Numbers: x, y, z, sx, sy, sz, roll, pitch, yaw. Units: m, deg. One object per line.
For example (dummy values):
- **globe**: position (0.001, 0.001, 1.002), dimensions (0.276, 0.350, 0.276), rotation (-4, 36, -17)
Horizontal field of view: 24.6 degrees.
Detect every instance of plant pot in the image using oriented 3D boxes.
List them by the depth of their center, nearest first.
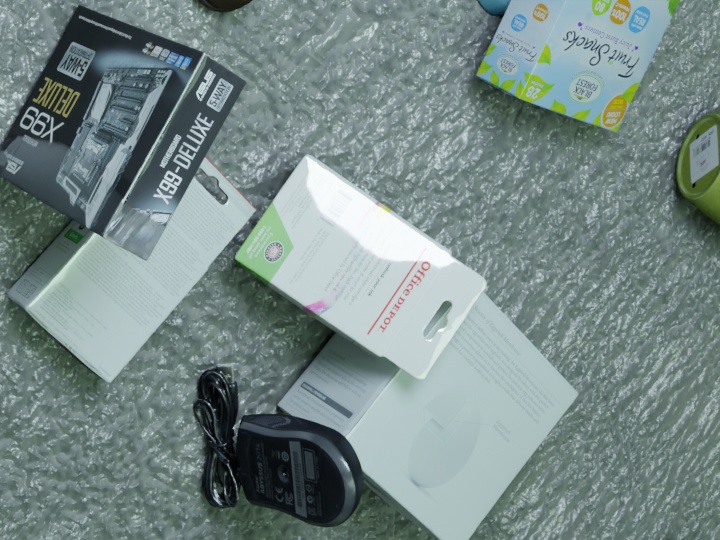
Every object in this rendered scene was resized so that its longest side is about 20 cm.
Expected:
- **plant pot**: position (0.442, -0.096, 1.748), dimensions (0.200, 0.187, 0.187), rotation (14, 97, -20)

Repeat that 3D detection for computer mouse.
- **computer mouse**: position (-0.064, 0.165, 1.480), dimensions (0.053, 0.200, 0.139), rotation (-16, 112, -44)

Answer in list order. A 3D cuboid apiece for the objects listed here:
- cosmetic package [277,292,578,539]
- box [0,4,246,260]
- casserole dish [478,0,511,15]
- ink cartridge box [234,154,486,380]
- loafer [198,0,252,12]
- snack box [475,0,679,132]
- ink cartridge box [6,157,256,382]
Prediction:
- **cosmetic package**: position (0.067, 0.124, 1.589), dimensions (0.200, 0.123, 0.199), rotation (-50, 125, -8)
- **box**: position (-0.195, -0.112, 1.299), dimensions (0.050, 0.200, 0.158), rotation (31, 88, -42)
- **casserole dish**: position (0.143, -0.331, 1.548), dimensions (0.121, 0.039, 0.200), rotation (-36, 120, -19)
- **ink cartridge box**: position (0.000, 0.000, 1.484), dimensions (0.200, 0.067, 0.117), rotation (35, 84, -2)
- **loafer**: position (-0.078, -0.310, 1.390), dimensions (0.073, 0.071, 0.200), rotation (11, 99, -35)
- **snack box**: position (0.220, -0.246, 1.571), dimensions (0.169, 0.068, 0.200), rotation (10, 110, -47)
- **ink cartridge box**: position (-0.195, -0.015, 1.422), dimensions (0.200, 0.050, 0.109), rotation (-50, 124, -11)
